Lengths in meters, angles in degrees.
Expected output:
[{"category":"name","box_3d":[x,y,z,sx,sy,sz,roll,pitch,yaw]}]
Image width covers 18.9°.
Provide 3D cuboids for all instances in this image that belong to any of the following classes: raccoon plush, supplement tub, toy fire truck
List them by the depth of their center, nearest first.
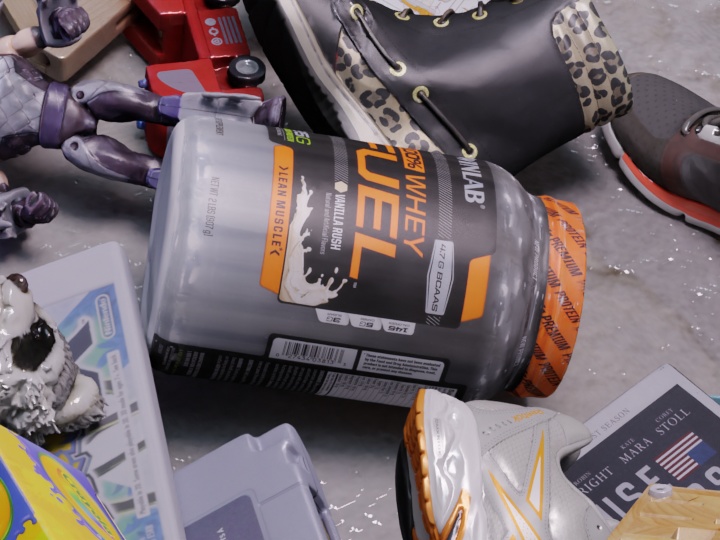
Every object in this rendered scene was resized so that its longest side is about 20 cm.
[{"category":"raccoon plush","box_3d":[-0.204,0.083,0.922,0.134,0.200,0.097,9,38,-56]},{"category":"supplement tub","box_3d":[0.000,0.000,1.026,0.198,0.123,0.123,8,46,-10]},{"category":"toy fire truck","box_3d":[-0.137,-0.138,1.194,0.140,0.049,0.201,-6,49,-13]}]

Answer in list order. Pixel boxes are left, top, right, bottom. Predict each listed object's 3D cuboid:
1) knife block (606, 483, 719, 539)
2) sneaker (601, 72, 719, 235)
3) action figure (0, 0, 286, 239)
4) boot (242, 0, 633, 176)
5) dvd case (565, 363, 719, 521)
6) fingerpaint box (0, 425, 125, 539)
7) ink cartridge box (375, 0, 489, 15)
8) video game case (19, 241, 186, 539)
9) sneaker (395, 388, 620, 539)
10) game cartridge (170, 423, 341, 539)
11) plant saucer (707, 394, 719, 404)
[{"category":"knife block","box_3d":[0.117,0.195,0.824,0.063,0.177,0.200,4,17,23]},{"category":"sneaker","box_3d":[0.212,-0.058,1.146,0.077,0.082,0.200,-30,58,-31]},{"category":"action figure","box_3d":[-0.139,-0.076,1.097,0.198,0.131,0.069,11,7,0]},{"category":"boot","box_3d":[0.035,-0.127,1.136,0.153,0.074,0.205,-30,84,-13]},{"category":"dvd case","box_3d":[0.160,0.141,0.956,0.150,0.025,0.200,-32,59,-32]},{"category":"fingerpaint box","box_3d":[-0.136,0.181,0.785,0.167,0.073,0.200,-46,48,6]},{"category":"ink cartridge box","box_3d":[0.038,-0.178,1.253,0.161,0.050,0.200,30,54,9]},{"category":"video game case","box_3d":[-0.174,0.092,0.950,0.181,0.022,0.201,-19,50,3]},{"category":"sneaker","box_3d":[0.070,0.133,0.859,0.091,0.076,0.201,0,56,-10]},{"category":"game cartridge","box_3d":[-0.057,0.169,0.886,0.132,0.041,0.201,-26,48,4]},{"category":"plant saucer","box_3d":[0.173,0.142,0.992,0.198,0.028,0.201,4,47,-4]}]
